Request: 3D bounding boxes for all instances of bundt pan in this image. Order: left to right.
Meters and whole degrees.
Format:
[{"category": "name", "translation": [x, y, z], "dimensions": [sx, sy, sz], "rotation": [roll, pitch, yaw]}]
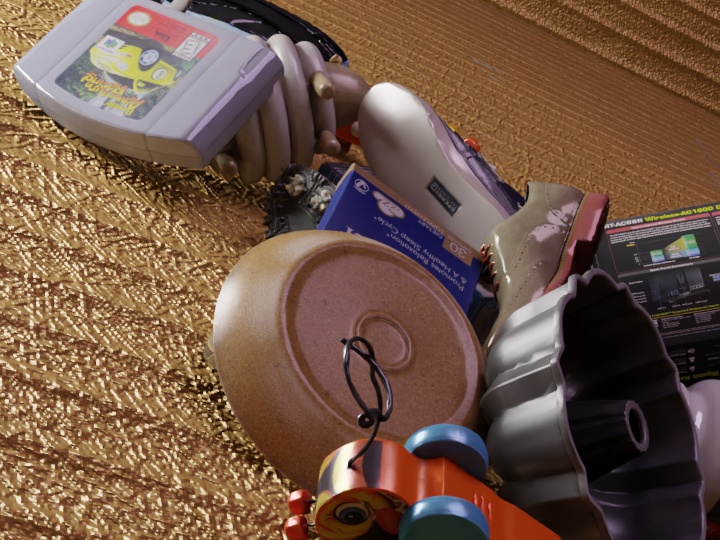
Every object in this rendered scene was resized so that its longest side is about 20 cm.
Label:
[{"category": "bundt pan", "translation": [0.141, 0.106, 0.870], "dimensions": [0.201, 0.075, 0.204], "rotation": [33, 48, -45]}]

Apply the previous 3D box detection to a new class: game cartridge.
[{"category": "game cartridge", "translation": [-0.176, -0.155, 1.112], "dimensions": [0.198, 0.134, 0.041], "rotation": [24, -28, 25]}]

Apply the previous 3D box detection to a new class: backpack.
[{"category": "backpack", "translation": [-0.107, -0.198, 1.327], "dimensions": [0.197, 0.156, 0.163], "rotation": [10, 10, 13]}]

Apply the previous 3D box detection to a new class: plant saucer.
[{"category": "plant saucer", "translation": [0.007, 0.051, 0.849], "dimensions": [0.198, 0.035, 0.202], "rotation": [18, 50, -23]}]

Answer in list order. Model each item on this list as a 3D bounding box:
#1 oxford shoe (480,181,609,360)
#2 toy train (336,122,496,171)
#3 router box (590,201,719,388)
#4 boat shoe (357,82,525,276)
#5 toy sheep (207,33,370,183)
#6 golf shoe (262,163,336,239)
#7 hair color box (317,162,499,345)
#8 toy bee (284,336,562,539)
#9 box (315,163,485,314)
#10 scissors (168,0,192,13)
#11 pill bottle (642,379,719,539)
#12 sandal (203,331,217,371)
[{"category": "oxford shoe", "translation": [0.115, 0.011, 0.991], "dimensions": [0.074, 0.071, 0.201], "rotation": [20, 46, 15]}, {"category": "toy train", "translation": [0.041, -0.133, 1.482], "dimensions": [0.198, 0.056, 0.151], "rotation": [20, 22, -15]}, {"category": "router box", "translation": [0.283, 0.017, 1.075], "dimensions": [0.197, 0.063, 0.151], "rotation": [-9, 42, 6]}, {"category": "boat shoe", "translation": [0.078, -0.071, 1.155], "dimensions": [0.092, 0.075, 0.201], "rotation": [9, 42, -55]}, {"category": "toy sheep", "translation": [-0.087, -0.136, 1.184], "dimensions": [0.197, 0.139, 0.138], "rotation": [-8, 29, -11]}, {"category": "golf shoe", "translation": [0.000, 0.000, 1.067], "dimensions": [0.200, 0.077, 0.088], "rotation": [49, 19, 25]}, {"category": "hair color box", "translation": [0.048, -0.012, 1.167], "dimensions": [0.200, 0.061, 0.100], "rotation": [41, 23, 30]}, {"category": "toy bee", "translation": [0.019, 0.122, 0.745], "dimensions": [0.201, 0.108, 0.131], "rotation": [57, 27, -11]}, {"category": "box", "translation": [0.013, 0.019, 0.936], "dimensions": [0.121, 0.032, 0.201], "rotation": [35, 38, -8]}, {"category": "scissors", "translation": [-0.172, -0.208, 1.180], "dimensions": [0.014, 0.201, 0.073], "rotation": [-32, 69, -37]}, {"category": "pill bottle", "translation": [0.275, 0.147, 1.008], "dimensions": [0.198, 0.111, 0.111], "rotation": [25, 19, -11]}, {"category": "sandal", "translation": [-0.052, 0.024, 0.942], "dimensions": [0.080, 0.054, 0.200], "rotation": [28, 20, 0]}]
